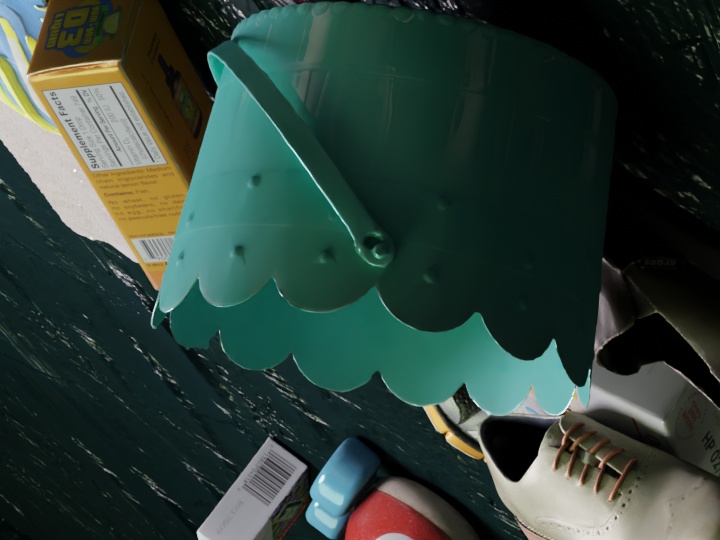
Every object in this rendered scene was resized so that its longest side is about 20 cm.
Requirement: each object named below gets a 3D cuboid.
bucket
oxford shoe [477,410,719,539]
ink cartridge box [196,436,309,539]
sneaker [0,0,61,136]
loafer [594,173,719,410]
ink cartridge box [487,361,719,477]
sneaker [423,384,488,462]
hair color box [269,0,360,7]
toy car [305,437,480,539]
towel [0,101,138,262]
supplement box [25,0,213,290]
[{"bbox_3d":[0.015,-0.024,0.966,0.206,0.136,0.207,10,168,2],"label":"bucket"},{"bbox_3d":[0.120,0.111,1.087,0.074,0.071,0.200,48,159,-22],"label":"oxford shoe"},{"bbox_3d":[-0.096,0.234,2.046,0.050,0.109,0.200,35,164,11],"label":"ink cartridge box"},{"bbox_3d":[-0.192,-0.150,1.285,0.200,0.076,0.105,48,161,-26],"label":"sneaker"},{"bbox_3d":[0.123,0.008,1.041,0.199,0.071,0.073,29,161,28],"label":"loafer"},{"bbox_3d":[0.142,0.061,1.149,0.199,0.068,0.115,25,159,38],"label":"ink cartridge box"},{"bbox_3d":[0.118,0.089,1.290,0.200,0.078,0.077,37,151,-9],"label":"sneaker"},{"bbox_3d":[-0.016,-0.169,0.886,0.099,0.061,0.200,39,163,-3],"label":"hair color box"},{"bbox_3d":[0.004,0.276,1.782,0.184,0.200,0.177,35,163,8],"label":"toy car"},{"bbox_3d":[-0.196,-0.077,1.477,0.132,0.035,0.200,22,154,45],"label":"towel"},{"bbox_3d":[-0.122,-0.074,1.293,0.068,0.067,0.200,-3,140,18],"label":"supplement box"}]
